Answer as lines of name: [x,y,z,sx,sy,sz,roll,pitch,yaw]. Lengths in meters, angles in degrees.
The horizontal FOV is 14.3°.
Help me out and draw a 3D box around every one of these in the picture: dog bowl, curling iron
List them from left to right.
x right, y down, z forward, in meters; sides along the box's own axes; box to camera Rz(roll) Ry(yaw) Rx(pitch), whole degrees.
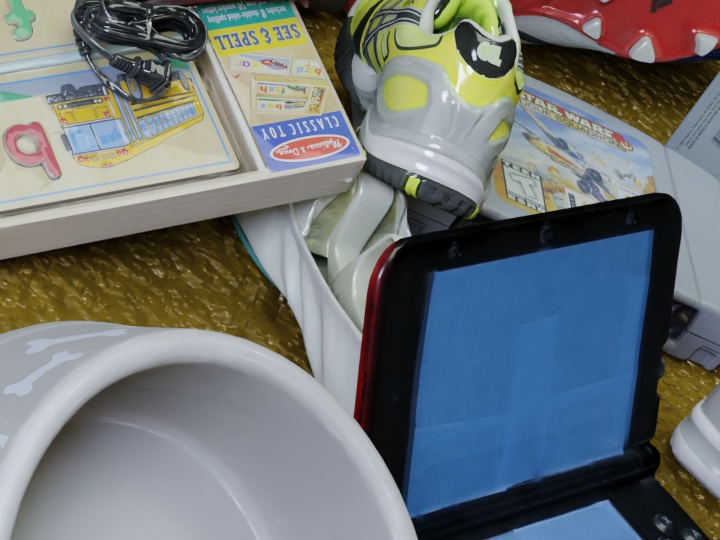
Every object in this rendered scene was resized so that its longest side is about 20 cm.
dog bowl: [-0.057,0.108,0.836,0.199,0.059,0.201,15,68,-42]
curling iron: [-0.025,-0.106,1.117,0.199,0.026,0.050,-17,76,-33]

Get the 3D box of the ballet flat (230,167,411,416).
ballet flat: [0.000,0.000,1.139,0.069,0.070,0.200,14,36,-31]

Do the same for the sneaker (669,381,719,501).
sneaker: [0.217,0.048,1.265,0.075,0.082,0.200,43,31,15]

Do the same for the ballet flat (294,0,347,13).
ballet flat: [-0.056,-0.165,1.268,0.067,0.200,0.064,28,68,27]

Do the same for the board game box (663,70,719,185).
board game box: [0.247,-0.072,1.441,0.103,0.105,0.200,43,32,14]

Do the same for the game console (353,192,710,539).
game console: [0.090,0.079,1.063,0.200,0.119,0.172,-11,52,-50]

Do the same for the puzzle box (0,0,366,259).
puzzle box: [-0.110,-0.074,1.091,0.199,0.025,0.134,-12,65,-29]

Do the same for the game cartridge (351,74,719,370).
game cartridge: [0.089,-0.035,1.306,0.199,0.042,0.134,23,36,-19]

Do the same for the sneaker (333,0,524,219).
sneaker: [0.038,-0.088,1.204,0.075,0.077,0.200,23,18,-16]

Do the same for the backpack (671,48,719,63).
backpack: [0.150,-0.195,1.465,0.190,0.155,0.200,0,22,-45]

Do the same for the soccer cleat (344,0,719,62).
soccer cleat: [0.089,-0.138,1.365,0.199,0.069,0.085,-1,21,2]
